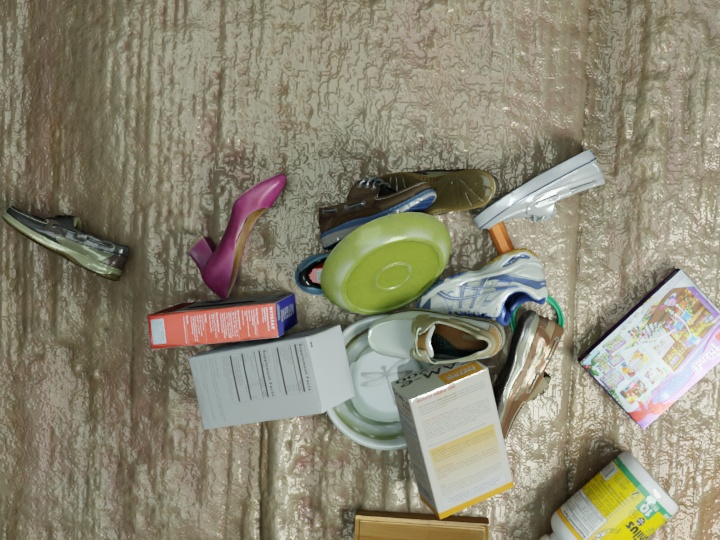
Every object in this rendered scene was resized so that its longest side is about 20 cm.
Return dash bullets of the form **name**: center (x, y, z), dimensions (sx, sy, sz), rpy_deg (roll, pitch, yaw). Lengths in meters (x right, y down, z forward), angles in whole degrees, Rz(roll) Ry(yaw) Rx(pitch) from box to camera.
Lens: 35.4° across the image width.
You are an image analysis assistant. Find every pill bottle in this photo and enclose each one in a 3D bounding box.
- **pill bottle**: center (0.347, 0.365, 1.627), dimensions (0.200, 0.113, 0.113), rpy_deg (-43, 89, 5)

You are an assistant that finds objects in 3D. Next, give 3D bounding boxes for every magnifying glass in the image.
- **magnifying glass**: center (0.237, 0.022, 1.666), dimensions (0.079, 0.022, 0.200), rpy_deg (-24, 93, 6)

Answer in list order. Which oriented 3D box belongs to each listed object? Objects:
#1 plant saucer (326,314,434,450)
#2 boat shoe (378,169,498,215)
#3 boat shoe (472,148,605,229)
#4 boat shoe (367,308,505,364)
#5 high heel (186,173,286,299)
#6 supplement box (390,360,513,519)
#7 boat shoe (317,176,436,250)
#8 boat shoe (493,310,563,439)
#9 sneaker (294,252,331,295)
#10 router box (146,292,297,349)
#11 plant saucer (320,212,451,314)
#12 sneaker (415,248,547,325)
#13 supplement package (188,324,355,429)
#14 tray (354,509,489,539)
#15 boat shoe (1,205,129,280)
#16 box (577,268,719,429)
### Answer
- **plant saucer**: center (0.040, 0.164, 1.674), dimensions (0.200, 0.050, 0.201), rpy_deg (0, 93, 5)
- **boat shoe**: center (0.105, -0.110, 1.640), dimensions (0.200, 0.065, 0.073), rpy_deg (0, 93, 25)
- **boat shoe**: center (0.260, -0.102, 1.629), dimensions (0.200, 0.074, 0.065), rpy_deg (-29, 90, 4)
- **boat shoe**: center (0.099, 0.093, 1.593), dimensions (0.199, 0.068, 0.075), rpy_deg (-3, 95, 19)
- **high heel**: center (-0.164, -0.052, 1.666), dimensions (0.200, 0.067, 0.096), rpy_deg (-41, 78, 10)
- **supplement box**: center (0.132, 0.235, 1.614), dimensions (0.126, 0.074, 0.200), rpy_deg (-19, 110, -15)
- **boat shoe**: center (0.014, -0.093, 1.602), dimensions (0.200, 0.072, 0.073), rpy_deg (-22, 82, 31)
- **boat shoe**: center (0.241, 0.159, 1.638), dimensions (0.072, 0.076, 0.200), rpy_deg (16, 108, -3)
- **sneaker**: center (0.000, 0.000, 1.649), dimensions (0.200, 0.090, 0.079), rpy_deg (-15, 92, 5)
- **router box**: center (-0.192, 0.070, 1.615), dimensions (0.179, 0.200, 0.049), rpy_deg (-6, 92, 4)
- **plant saucer**: center (0.042, 0.000, 1.602), dimensions (0.200, 0.200, 0.031), rpy_deg (-30, 53, 6)
- **sneaker**: center (0.172, 0.045, 1.621), dimensions (0.200, 0.075, 0.088), rpy_deg (-27, 63, 19)
- **supplement package**: center (-0.127, 0.154, 1.626), dimensions (0.200, 0.114, 0.110), rpy_deg (-11, 92, 26)
- **tray**: center (0.090, 0.417, 1.690), dimensions (0.199, 0.037, 0.099), rpy_deg (3, 93, 4)
- **boat shoe**: center (-0.440, -0.052, 1.700), dimensions (0.200, 0.073, 0.065), rpy_deg (28, 84, 0)
- **box**: center (0.436, 0.114, 1.643), dimensions (0.200, 0.039, 0.137), rpy_deg (-43, 88, 5)
